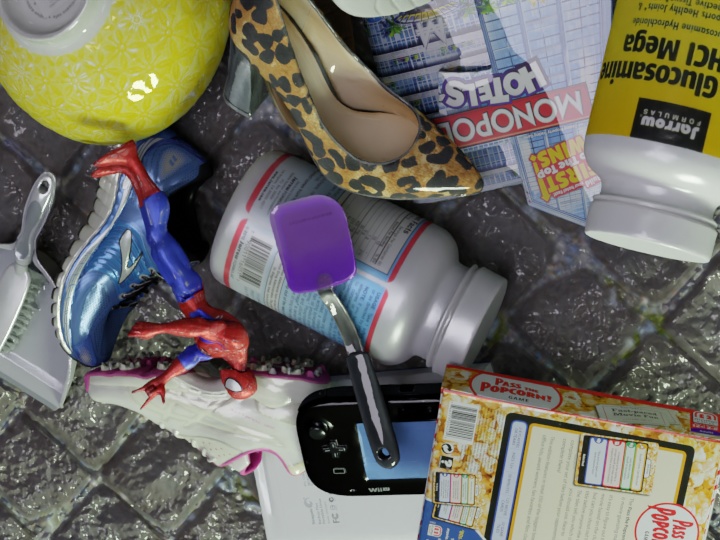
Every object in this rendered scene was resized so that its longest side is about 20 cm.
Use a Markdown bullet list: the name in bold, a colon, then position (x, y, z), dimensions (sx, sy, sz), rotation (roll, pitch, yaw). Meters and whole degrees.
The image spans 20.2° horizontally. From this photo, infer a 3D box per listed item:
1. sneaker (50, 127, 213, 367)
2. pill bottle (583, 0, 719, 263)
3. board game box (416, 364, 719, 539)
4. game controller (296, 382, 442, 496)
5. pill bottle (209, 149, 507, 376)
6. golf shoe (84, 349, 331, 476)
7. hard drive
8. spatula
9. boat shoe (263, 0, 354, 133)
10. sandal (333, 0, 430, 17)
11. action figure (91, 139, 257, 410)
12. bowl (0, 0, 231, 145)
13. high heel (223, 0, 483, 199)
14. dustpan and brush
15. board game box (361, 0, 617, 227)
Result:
- **sneaker**: position (-0.169, -0.010, 1.529), dimensions (0.089, 0.079, 0.201), rotation (28, 111, 12)
- **pill bottle**: position (0.210, -0.112, 1.321), dimensions (0.112, 0.112, 0.202), rotation (12, 87, 15)
- **board game box**: position (0.143, 0.159, 1.403), dimensions (0.198, 0.046, 0.153), rotation (11, 110, 4)
- **game controller**: position (0.055, 0.123, 1.457), dimensions (0.198, 0.042, 0.105), rotation (-2, 125, 9)
- **pill bottle**: position (0.000, 0.000, 1.456), dimensions (0.199, 0.109, 0.109), rotation (27, 111, 10)
- **golf shoe**: position (-0.118, 0.108, 1.520), dimensions (0.198, 0.075, 0.092), rotation (3, 100, 22)
- **hard drive**: position (0.014, 0.143, 1.535), dimensions (0.198, 0.025, 0.133), rotation (-6, 102, 21)
- **spatula**: position (-0.009, 0.045, 1.402), dimensions (0.056, 0.021, 0.201), rotation (-15, 103, 22)
- **boat shoe**: position (-0.053, -0.198, 1.449), dimensions (0.071, 0.064, 0.202), rotation (-14, 96, -14)
- **sandal**: position (0.058, -0.238, 1.358), dimensions (0.202, 0.083, 0.050), rotation (-33, 51, -13)
- **action figure**: position (-0.151, 0.018, 1.454), dimensions (0.099, 0.065, 0.201), rotation (-33, 89, -11)
- **bowl**: position (-0.201, -0.195, 1.446), dimensions (0.199, 0.108, 0.202), rotation (-1, 87, 20)
- **high heel**: position (0.000, -0.120, 1.345), dimensions (0.199, 0.072, 0.143), rotation (24, 150, 5)
- **dustpan and brush**: position (-0.266, 0.005, 1.575), dimensions (0.139, 0.057, 0.201), rotation (30, 111, 10)
- **board game box**: position (0.111, -0.113, 1.414), dimensions (0.199, 0.062, 0.201), rotation (-13, 99, 21)
